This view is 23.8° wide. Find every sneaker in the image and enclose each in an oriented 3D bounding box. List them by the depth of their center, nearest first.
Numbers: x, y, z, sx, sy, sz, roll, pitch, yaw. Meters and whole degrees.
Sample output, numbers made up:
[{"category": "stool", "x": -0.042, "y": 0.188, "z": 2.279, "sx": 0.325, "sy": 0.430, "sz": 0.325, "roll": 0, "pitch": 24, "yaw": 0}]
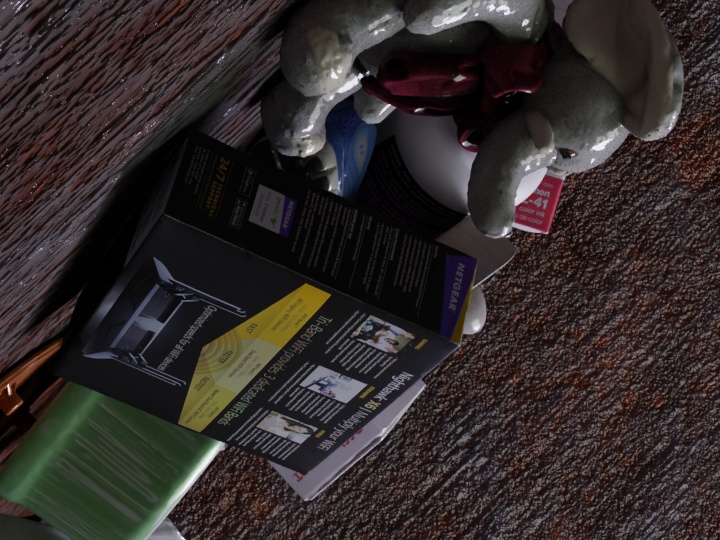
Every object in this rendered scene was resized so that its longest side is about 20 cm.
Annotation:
[{"category": "sneaker", "x": -0.039, "y": -0.040, "z": 1.070, "sx": 0.089, "sy": 0.079, "sz": 0.200, "roll": -39, "pitch": 176, "yaw": -35}]

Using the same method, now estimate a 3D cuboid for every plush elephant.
[{"category": "plush elephant", "x": 0.065, "y": -0.093, "z": 0.845, "sx": 0.200, "sy": 0.155, "sz": 0.165, "roll": -42, "pitch": 178, "yaw": -18}]

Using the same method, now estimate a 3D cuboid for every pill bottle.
[{"category": "pill bottle", "x": 0.049, "y": -0.079, "z": 1.098, "sx": 0.112, "sy": 0.113, "sz": 0.200, "roll": -42, "pitch": -171, "yaw": -28}]

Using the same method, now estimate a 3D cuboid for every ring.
[{"category": "ring", "x": -0.241, "y": 0.112, "z": 1.039, "sx": 0.200, "sy": 0.019, "sz": 0.200, "roll": -44, "pitch": 179, "yaw": -1}]

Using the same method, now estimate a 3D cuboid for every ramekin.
[{"category": "ramekin", "x": -0.140, "y": 0.093, "z": 1.109, "sx": 0.200, "sy": 0.097, "sz": 0.200, "roll": -51, "pitch": -177, "yaw": 4}]

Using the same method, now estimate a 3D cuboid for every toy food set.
[{"category": "toy food set", "x": 0.019, "y": 0.049, "z": 1.083, "sx": 0.143, "sy": 0.061, "sz": 0.200, "roll": -35, "pitch": 170, "yaw": -17}]

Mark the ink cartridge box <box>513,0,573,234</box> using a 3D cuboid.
[{"category": "ink cartridge box", "x": 0.142, "y": -0.137, "z": 1.405, "sx": 0.148, "sy": 0.085, "sz": 0.202, "roll": -37, "pitch": 145, "yaw": -84}]

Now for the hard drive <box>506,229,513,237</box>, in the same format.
[{"category": "hard drive", "x": 0.000, "y": 0.000, "z": 1.242, "sx": 0.199, "sy": 0.038, "sz": 0.140, "roll": -37, "pitch": -153, "yaw": -7}]

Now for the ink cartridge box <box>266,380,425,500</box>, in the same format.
[{"category": "ink cartridge box", "x": -0.061, "y": 0.085, "z": 1.530, "sx": 0.144, "sy": 0.200, "sz": 0.084, "roll": -44, "pitch": 178, "yaw": 43}]

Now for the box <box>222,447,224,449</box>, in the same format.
[{"category": "box", "x": -0.198, "y": 0.152, "z": 1.443, "sx": 0.143, "sy": 0.037, "sz": 0.200, "roll": -18, "pitch": 170, "yaw": 1}]

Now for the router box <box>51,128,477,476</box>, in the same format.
[{"category": "router box", "x": -0.055, "y": 0.025, "z": 0.873, "sx": 0.200, "sy": 0.156, "sz": 0.053, "roll": -45, "pitch": -154, "yaw": 54}]

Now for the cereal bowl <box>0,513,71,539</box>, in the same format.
[{"category": "cereal bowl", "x": -0.234, "y": 0.209, "z": 1.147, "sx": 0.200, "sy": 0.198, "sz": 0.084, "roll": 130, "pitch": -26, "yaw": -75}]

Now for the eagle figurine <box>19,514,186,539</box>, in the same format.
[{"category": "eagle figurine", "x": -0.214, "y": 0.194, "z": 1.279, "sx": 0.200, "sy": 0.152, "sz": 0.151, "roll": -42, "pitch": 166, "yaw": 2}]
